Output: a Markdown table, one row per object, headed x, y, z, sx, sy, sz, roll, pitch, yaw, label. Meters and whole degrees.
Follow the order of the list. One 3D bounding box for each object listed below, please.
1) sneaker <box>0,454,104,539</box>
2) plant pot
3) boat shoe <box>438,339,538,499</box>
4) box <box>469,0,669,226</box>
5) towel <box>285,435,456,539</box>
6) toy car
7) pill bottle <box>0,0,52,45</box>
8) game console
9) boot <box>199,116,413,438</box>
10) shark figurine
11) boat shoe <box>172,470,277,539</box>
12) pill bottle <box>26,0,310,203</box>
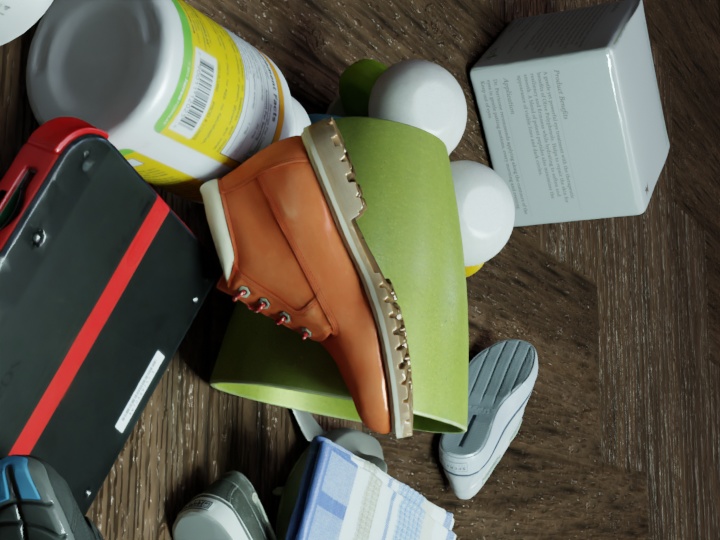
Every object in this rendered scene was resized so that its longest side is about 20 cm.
| x | y | z | sx | sy | sz | roll | pitch | yaw | label |
| --- | --- | --- | --- | --- | --- | --- | --- | --- | --- |
| -0.167 | 0.176 | 0.754 | 0.082 | 0.072 | 0.202 | -63 | 150 | -53 | sneaker |
| 0.000 | 0.000 | 0.954 | 0.187 | 0.185 | 0.203 | 27 | 70 | -60 | plant pot |
| 0.129 | 0.152 | 1.373 | 0.200 | 0.073 | 0.067 | -49 | 143 | -44 | boat shoe |
| 0.250 | -0.186 | 1.549 | 0.200 | 0.169 | 0.201 | -52 | 131 | -54 | box |
| 0.004 | 0.220 | 0.969 | 0.200 | 0.024 | 0.149 | 40 | 58 | -47 | towel |
| 0.018 | -0.068 | 1.089 | 0.149 | 0.175 | 0.202 | -30 | 99 | -19 | toy car |
| -0.235 | -0.188 | 0.619 | 0.199 | 0.113 | 0.116 | 23 | 65 | -61 | pill bottle |
| -0.169 | 0.034 | 0.755 | 0.202 | 0.031 | 0.177 | -62 | 148 | -19 | game console |
| -0.030 | 0.018 | 0.829 | 0.075 | 0.106 | 0.202 | 49 | 21 | -84 | boot |
| -0.020 | 0.180 | 1.027 | 0.129 | 0.088 | 0.215 | 64 | 33 | -30 | shark figurine |
| -0.068 | 0.238 | 0.933 | 0.064 | 0.070 | 0.202 | -41 | 121 | -54 | boat shoe |
| -0.112 | -0.106 | 0.861 | 0.199 | 0.110 | 0.113 | 23 | 65 | -61 | pill bottle |
